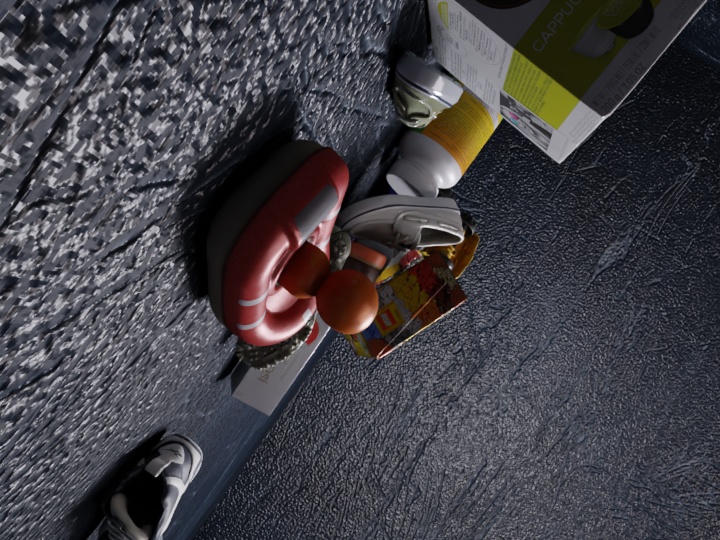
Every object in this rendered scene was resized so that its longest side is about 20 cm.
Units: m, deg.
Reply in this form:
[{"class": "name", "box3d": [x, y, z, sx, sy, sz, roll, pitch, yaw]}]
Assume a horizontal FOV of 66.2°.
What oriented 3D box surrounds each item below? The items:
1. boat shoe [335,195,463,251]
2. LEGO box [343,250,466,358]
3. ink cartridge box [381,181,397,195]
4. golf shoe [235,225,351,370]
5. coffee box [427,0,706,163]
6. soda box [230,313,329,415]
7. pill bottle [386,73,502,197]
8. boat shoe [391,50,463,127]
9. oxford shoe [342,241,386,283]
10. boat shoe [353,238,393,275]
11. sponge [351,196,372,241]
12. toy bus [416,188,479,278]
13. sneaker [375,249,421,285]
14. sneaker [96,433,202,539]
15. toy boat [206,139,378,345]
[{"class": "boat shoe", "box3d": [0.061, -0.059, 0.779, 0.197, 0.067, 0.072, -3, 154, -32]}, {"class": "LEGO box", "box3d": [0.049, 0.056, 0.807, 0.147, 0.078, 0.200, -31, 178, -11]}, {"class": "ink cartridge box", "box3d": [0.055, -0.113, 0.983, 0.201, 0.038, 0.101, 117, -15, -64]}, {"class": "golf shoe", "box3d": [-0.079, 0.035, 0.693, 0.201, 0.078, 0.097, -53, -179, -3]}, {"class": "coffee box", "box3d": [0.197, -0.258, 0.523, 0.201, 0.197, 0.200, -50, 173, 8]}, {"class": "soda box", "box3d": [-0.105, 0.100, 0.791, 0.202, 0.068, 0.064, -55, -159, 6]}, {"class": "pill bottle", "box3d": [0.128, -0.201, 0.852, 0.201, 0.110, 0.111, -54, 175, -8]}, {"class": "boat shoe", "box3d": [0.067, -0.185, 0.598, 0.063, 0.071, 0.200, -57, 178, 16]}, {"class": "oxford shoe", "box3d": [-0.025, 0.000, 0.775, 0.074, 0.070, 0.200, -68, -168, -4]}, {"class": "boat shoe", "box3d": [0.000, 0.000, 0.921, 0.066, 0.071, 0.203, -103, -155, -56]}, {"class": "sponge", "box3d": [-0.035, -0.026, 0.943, 0.201, 0.030, 0.112, -53, 175, -22]}, {"class": "toy bus", "box3d": [0.125, -0.084, 1.177, 0.191, 0.200, 0.137, -2, -131, 57]}, {"class": "sneaker", "box3d": [0.028, -0.019, 0.989, 0.077, 0.083, 0.199, -26, 177, -40]}, {"class": "sneaker", "box3d": [-0.256, 0.284, 0.607, 0.201, 0.079, 0.130, -54, 174, -5]}, {"class": "toy boat", "box3d": [-0.043, 0.003, 0.450, 0.131, 0.130, 0.201, -51, 174, -27]}]
